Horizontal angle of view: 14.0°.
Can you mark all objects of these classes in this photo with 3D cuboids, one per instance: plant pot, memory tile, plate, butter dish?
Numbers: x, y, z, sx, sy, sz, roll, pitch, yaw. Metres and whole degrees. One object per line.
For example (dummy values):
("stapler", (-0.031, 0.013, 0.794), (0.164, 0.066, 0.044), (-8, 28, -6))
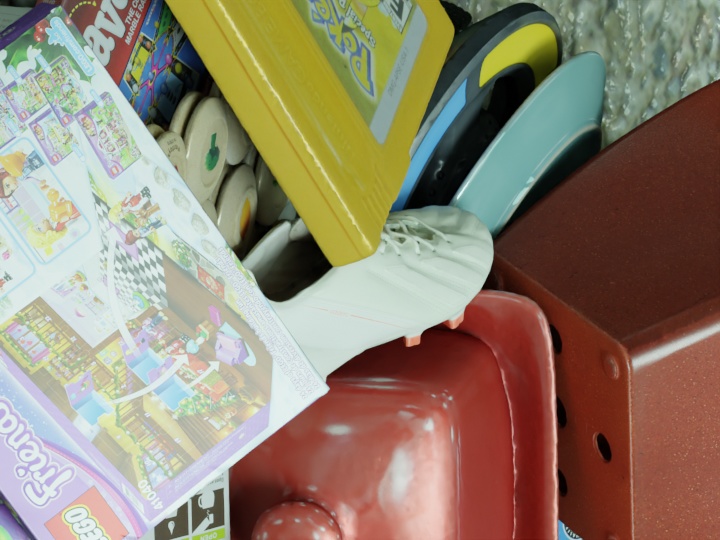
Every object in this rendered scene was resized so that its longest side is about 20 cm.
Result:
("plant pot", (0.171, 0.044, 1.494), (0.176, 0.200, 0.200), (-18, 122, -24))
("memory tile", (-0.067, -0.018, 1.337), (0.200, 0.017, 0.154), (-50, 148, -61))
("plate", (0.081, -0.025, 1.554), (0.200, 0.026, 0.200), (-52, 164, -22))
("butter dish", (-0.012, 0.115, 1.424), (0.148, 0.199, 0.201), (-34, 124, -70))

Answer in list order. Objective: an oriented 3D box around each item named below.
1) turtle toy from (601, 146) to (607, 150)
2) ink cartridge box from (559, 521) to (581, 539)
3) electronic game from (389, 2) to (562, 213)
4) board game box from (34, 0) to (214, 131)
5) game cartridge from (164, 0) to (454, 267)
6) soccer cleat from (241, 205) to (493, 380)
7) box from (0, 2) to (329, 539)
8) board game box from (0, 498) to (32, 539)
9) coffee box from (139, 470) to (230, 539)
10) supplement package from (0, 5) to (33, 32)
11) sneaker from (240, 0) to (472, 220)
("turtle toy", (0.196, 0.019, 1.697), (0.200, 0.101, 0.146), (23, 81, -44))
("ink cartridge box", (0.040, 0.177, 1.584), (0.144, 0.084, 0.201), (34, 74, -41))
("electronic game", (0.046, -0.048, 1.525), (0.200, 0.042, 0.200), (-52, 161, -25))
("board game box", (-0.105, -0.094, 1.289), (0.103, 0.019, 0.201), (44, 54, -42))
("game cartridge", (-0.023, -0.125, 1.347), (0.177, 0.032, 0.200), (58, 26, -24))
("soccer cleat", (0.000, 0.000, 1.376), (0.200, 0.069, 0.078), (-31, 127, -47))
("box", (-0.124, 0.010, 1.200), (0.137, 0.039, 0.200), (-37, 106, -11))
("board game box", (-0.211, 0.152, 1.263), (0.199, 0.105, 0.103), (-12, 98, -16))
("coffee box", (-0.125, 0.166, 1.402), (0.080, 0.113, 0.201), (-11, 104, -42))
("supplement package", (-0.208, -0.012, 1.287), (0.200, 0.117, 0.118), (-49, 128, -27))
("sneaker", (-0.013, -0.069, 1.512), (0.200, 0.074, 0.080), (-42, 139, -27))
